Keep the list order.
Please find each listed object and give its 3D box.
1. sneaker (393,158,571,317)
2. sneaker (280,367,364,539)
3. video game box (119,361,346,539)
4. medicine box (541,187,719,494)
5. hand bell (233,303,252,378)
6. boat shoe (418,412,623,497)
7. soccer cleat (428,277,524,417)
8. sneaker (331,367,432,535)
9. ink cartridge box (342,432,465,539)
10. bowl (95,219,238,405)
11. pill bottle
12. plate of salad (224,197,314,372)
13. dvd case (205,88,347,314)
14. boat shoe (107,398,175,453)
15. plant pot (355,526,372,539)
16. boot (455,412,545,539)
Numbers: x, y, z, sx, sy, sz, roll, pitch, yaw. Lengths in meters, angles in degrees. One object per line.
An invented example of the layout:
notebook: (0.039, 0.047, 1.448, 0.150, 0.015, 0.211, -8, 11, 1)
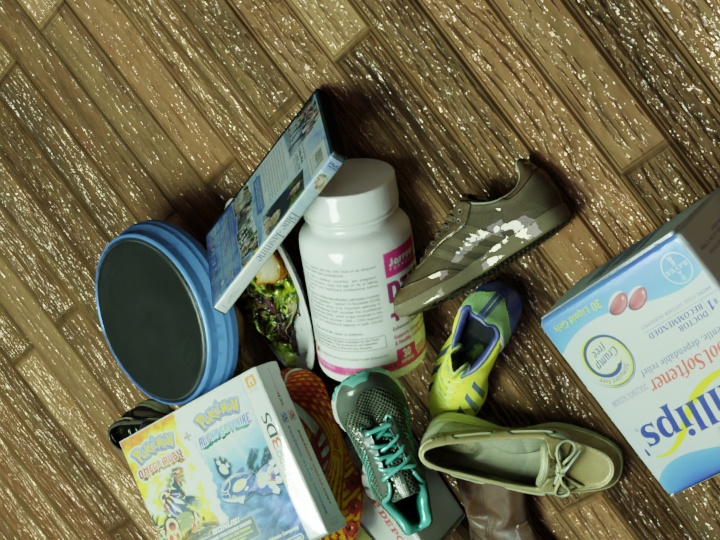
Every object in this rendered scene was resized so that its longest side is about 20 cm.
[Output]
sneaker: (0.104, -0.029, 1.489, 0.199, 0.070, 0.076, -33, 80, 23)
sneaker: (-0.048, 0.199, 1.652, 0.077, 0.072, 0.202, -17, 85, 64)
video game box: (-0.133, 0.217, 1.622, 0.199, 0.047, 0.184, -30, 78, 28)
medicine box: (0.294, 0.064, 1.386, 0.201, 0.103, 0.182, 52, 134, 0)
hand bell: (-0.135, 0.099, 1.702, 0.104, 0.104, 0.201, 27, 143, 21)
boat shoe: (0.157, 0.185, 1.551, 0.199, 0.063, 0.074, 12, 108, 6)
soccer cleat: (0.100, 0.092, 1.563, 0.064, 0.084, 0.201, 34, 132, 15)
sneaker: (0.032, 0.181, 1.556, 0.091, 0.077, 0.201, 57, 172, 50)
ink cartridge box: (-0.005, 0.259, 1.743, 0.199, 0.087, 0.146, -30, 96, 45)
bowl: (-0.209, 0.048, 1.667, 0.200, 0.039, 0.203, 21, 121, 39)
pill bottle: (0.000, 0.000, 1.564, 0.113, 0.113, 0.202, 9, 121, 33)
plate of salad: (-0.105, 0.022, 1.658, 0.200, 0.048, 0.201, 50, 154, 35)
dvd case: (-0.086, -0.069, 1.534, 0.017, 0.143, 0.200, 30, 112, -23)
boat shoe: (-0.208, 0.193, 1.732, 0.199, 0.073, 0.075, 3, 112, 52)
plant pot: (-0.082, 0.359, 1.705, 0.199, 0.142, 0.202, 20, 129, 27)
boot: (0.174, 0.249, 1.624, 0.185, 0.064, 0.202, 4, 113, 33)
